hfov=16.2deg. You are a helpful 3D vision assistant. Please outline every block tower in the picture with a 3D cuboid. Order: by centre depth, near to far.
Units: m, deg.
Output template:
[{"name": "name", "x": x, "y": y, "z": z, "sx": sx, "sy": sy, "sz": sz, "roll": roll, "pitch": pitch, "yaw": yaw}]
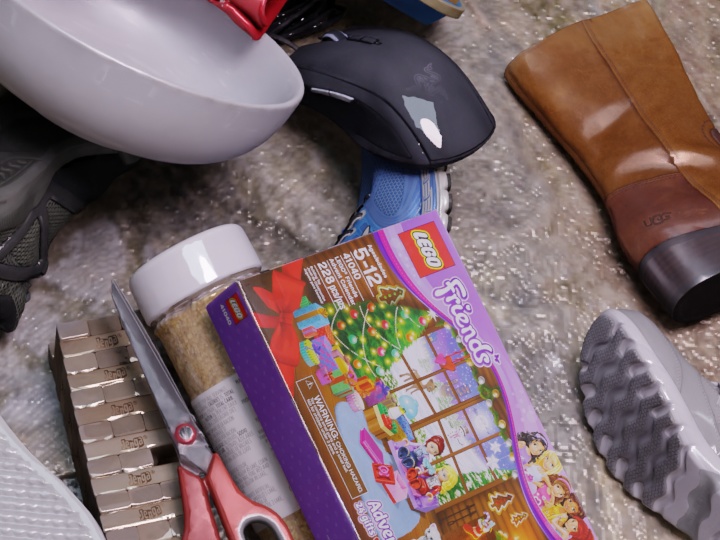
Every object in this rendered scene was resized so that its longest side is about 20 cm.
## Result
[{"name": "block tower", "x": -0.116, "y": 0.114, "z": 1.313, "sx": 0.054, "sy": 0.058, "sz": 0.201, "roll": -10, "pitch": 61, "yaw": -15}]

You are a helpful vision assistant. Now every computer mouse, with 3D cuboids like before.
[{"name": "computer mouse", "x": -0.026, "y": -0.107, "z": 1.414, "sx": 0.140, "sy": 0.046, "sz": 0.200, "roll": -25, "pitch": 40, "yaw": -23}]

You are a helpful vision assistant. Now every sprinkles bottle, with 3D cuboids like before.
[{"name": "sprinkles bottle", "x": -0.048, "y": 0.078, "z": 1.310, "sx": 0.068, "sy": 0.068, "sz": 0.201, "roll": -24, "pitch": 82, "yaw": -21}]

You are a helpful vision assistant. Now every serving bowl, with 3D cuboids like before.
[{"name": "serving bowl", "x": -0.132, "y": -0.112, "z": 1.336, "sx": 0.199, "sy": 0.066, "sz": 0.200, "roll": 26, "pitch": 19, "yaw": -10}]

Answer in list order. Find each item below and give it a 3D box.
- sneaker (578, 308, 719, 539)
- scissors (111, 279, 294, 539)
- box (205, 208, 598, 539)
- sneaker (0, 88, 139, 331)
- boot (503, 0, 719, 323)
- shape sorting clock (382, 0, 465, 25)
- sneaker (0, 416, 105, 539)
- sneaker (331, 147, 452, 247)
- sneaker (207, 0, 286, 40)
[{"name": "sneaker", "x": 0.195, "y": 0.101, "z": 1.374, "sx": 0.082, "sy": 0.075, "sz": 0.200, "roll": -25, "pitch": 72, "yaw": -37}, {"name": "scissors", "x": -0.078, "y": 0.093, "z": 1.280, "sx": 0.073, "sy": 0.014, "sz": 0.201, "roll": -9, "pitch": 69, "yaw": -8}, {"name": "box", "x": 0.023, "y": 0.080, "z": 1.285, "sx": 0.136, "sy": 0.039, "sz": 0.201, "roll": -20, "pitch": 80, "yaw": -37}, {"name": "sneaker", "x": -0.185, "y": -0.037, "z": 1.378, "sx": 0.076, "sy": 0.115, "sz": 0.199, "roll": 31, "pitch": 32, "yaw": 10}, {"name": "boot", "x": 0.209, "y": -0.077, "z": 1.487, "sx": 0.187, "sy": 0.069, "sz": 0.200, "roll": -23, "pitch": 59, "yaw": -12}, {"name": "shape sorting clock", "x": -0.019, "y": -0.210, "z": 1.455, "sx": 0.200, "sy": 0.200, "sz": 0.039, "roll": 45, "pitch": 104, "yaw": 16}, {"name": "sneaker", "x": -0.181, "y": 0.133, "z": 1.278, "sx": 0.078, "sy": 0.080, "sz": 0.200, "roll": -27, "pitch": 69, "yaw": -19}, {"name": "sneaker", "x": 0.000, "y": 0.000, "z": 1.385, "sx": 0.089, "sy": 0.079, "sz": 0.201, "roll": 9, "pitch": 59, "yaw": -7}, {"name": "sneaker", "x": -0.100, "y": -0.184, "z": 1.348, "sx": 0.115, "sy": 0.079, "sz": 0.199, "roll": 39, "pitch": 23, "yaw": 31}]
